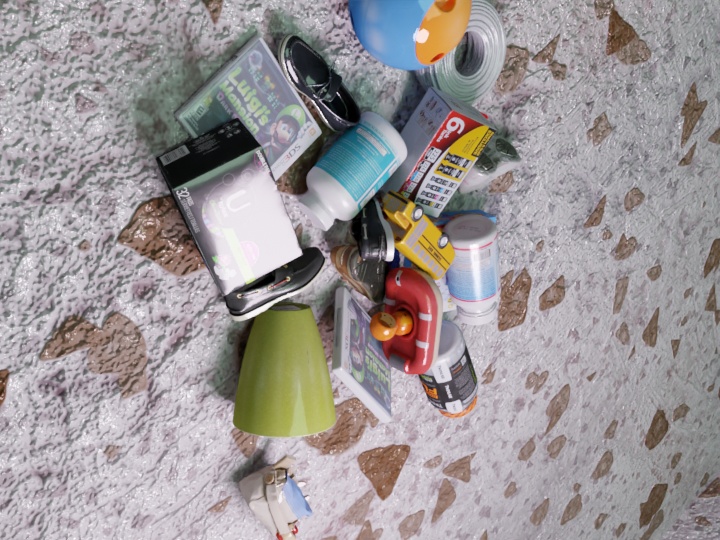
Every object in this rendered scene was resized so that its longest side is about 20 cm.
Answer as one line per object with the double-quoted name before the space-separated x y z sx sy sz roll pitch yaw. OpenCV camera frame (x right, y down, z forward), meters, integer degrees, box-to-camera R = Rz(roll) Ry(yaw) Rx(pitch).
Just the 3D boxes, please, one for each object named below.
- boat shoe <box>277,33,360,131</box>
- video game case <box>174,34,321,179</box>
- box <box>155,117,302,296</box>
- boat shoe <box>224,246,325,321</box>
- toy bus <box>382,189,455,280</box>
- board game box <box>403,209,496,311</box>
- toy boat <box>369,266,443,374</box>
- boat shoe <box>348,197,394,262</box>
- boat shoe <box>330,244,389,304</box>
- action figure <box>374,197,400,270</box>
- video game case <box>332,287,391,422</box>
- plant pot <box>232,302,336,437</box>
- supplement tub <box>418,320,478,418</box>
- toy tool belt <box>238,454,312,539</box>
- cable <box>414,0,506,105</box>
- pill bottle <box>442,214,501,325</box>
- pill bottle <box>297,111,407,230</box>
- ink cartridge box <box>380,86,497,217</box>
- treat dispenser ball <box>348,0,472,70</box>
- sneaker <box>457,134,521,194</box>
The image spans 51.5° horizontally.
"boat shoe" -0.062 -0.303 1.208 0.200 0.061 0.076 48 61 -43
"video game case" -0.171 -0.233 1.188 0.182 0.023 0.201 -47 131 -12
"box" -0.198 -0.096 1.141 0.146 0.125 0.203 -28 128 -11
"boat shoe" -0.145 0.010 1.285 0.199 0.073 0.064 -30 128 -23
"toy bus" 0.100 -0.063 1.355 0.079 0.065 0.199 -53 139 -2
"board game box" 0.180 -0.018 1.547 0.197 0.056 0.200 -9 115 -36
"toy boat" 0.072 0.096 1.393 0.129 0.129 0.205 -7 107 -40
"boat shoe" 0.009 -0.073 1.303 0.059 0.201 0.075 -2 121 -12
"boat shoe" 0.000 0.000 1.400 0.077 0.073 0.200 -65 154 -15
"action figure" 0.057 -0.057 1.427 0.051 0.066 0.202 -25 128 0
"video game case" 0.007 0.161 1.418 0.023 0.185 0.201 -18 135 22
"plant pot" -0.132 0.164 1.313 0.184 0.185 0.205 -3 98 -37
"supplement tub" 0.185 0.218 1.614 0.122 0.122 0.202 -37 128 -19
"toy tool belt" -0.142 0.448 1.456 0.122 0.125 0.202 -35 129 -10
"cable" 0.183 -0.403 1.365 0.200 0.069 0.201 -45 131 -14
"pill bottle" 0.223 0.002 1.479 0.107 0.108 0.204 -27 125 -26
"pill bottle" -0.018 -0.166 1.283 0.201 0.110 0.111 -48 132 -11
"ink cartridge box" 0.150 -0.209 1.377 0.173 0.084 0.202 10 124 -41
"treat dispenser ball" 0.079 -0.423 1.183 0.198 0.200 0.205 -17 120 -32
"sneaker" 0.250 -0.209 1.517 0.198 0.078 0.100 -25 163 -45
